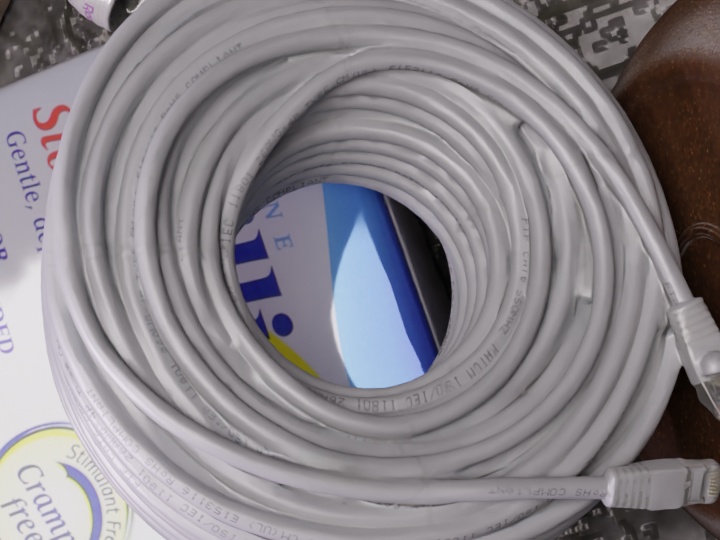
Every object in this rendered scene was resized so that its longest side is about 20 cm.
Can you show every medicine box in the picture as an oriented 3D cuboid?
[{"bbox_3d":[-0.071,0.024,0.931,0.199,0.103,0.183,-22,77,8],"label":"medicine box"}]

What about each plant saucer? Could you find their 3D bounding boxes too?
[{"bbox_3d":[0.121,0.004,0.848,0.200,0.036,0.202,24,118,56],"label":"plant saucer"}]

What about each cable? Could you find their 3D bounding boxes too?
[{"bbox_3d":[0.000,0.000,0.827,0.198,0.069,0.201,-11,74,-16],"label":"cable"}]

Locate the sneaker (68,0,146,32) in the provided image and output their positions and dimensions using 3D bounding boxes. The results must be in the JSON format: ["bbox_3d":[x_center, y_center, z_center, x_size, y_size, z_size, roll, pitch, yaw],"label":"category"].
[{"bbox_3d":[-0.114,-0.144,0.990,0.199,0.075,0.100,14,89,20],"label":"sneaker"}]

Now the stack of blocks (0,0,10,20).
[{"bbox_3d":[-0.229,-0.047,1.031,0.115,0.059,0.201,27,95,20],"label":"stack of blocks"}]
